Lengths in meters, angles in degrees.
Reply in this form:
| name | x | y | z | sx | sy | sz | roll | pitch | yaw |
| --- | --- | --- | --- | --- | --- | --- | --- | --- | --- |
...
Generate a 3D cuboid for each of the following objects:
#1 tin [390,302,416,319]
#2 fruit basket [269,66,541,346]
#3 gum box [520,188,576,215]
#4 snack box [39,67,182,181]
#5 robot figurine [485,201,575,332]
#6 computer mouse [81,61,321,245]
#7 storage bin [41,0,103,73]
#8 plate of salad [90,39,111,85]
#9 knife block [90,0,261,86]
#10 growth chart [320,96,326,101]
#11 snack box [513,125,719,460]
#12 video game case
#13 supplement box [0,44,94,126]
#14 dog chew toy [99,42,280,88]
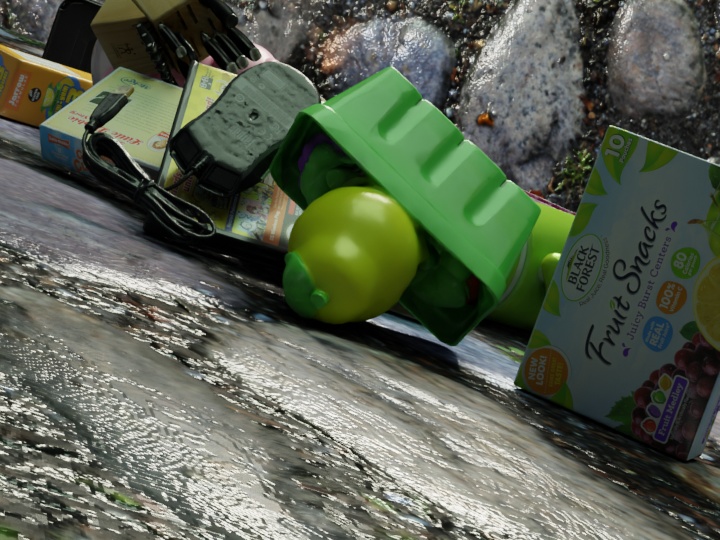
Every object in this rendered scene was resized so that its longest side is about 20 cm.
| name | x | y | z | sx | sy | sz | roll | pitch | yaw |
| --- | --- | --- | --- | --- | --- | --- | --- | --- | --- |
| tin | 0.000 | 0.000 | 1.537 | 0.198 | 0.042 | 0.112 | 19 | 10 | -5 |
| fruit basket | 0.009 | -0.023 | 1.356 | 0.213 | 0.218 | 0.156 | 19 | -22 | -8 |
| gum box | 0.164 | -0.019 | 1.875 | 0.066 | 0.115 | 0.200 | 17 | 7 | -30 |
| snack box | -0.164 | -0.109 | 1.588 | 0.198 | 0.037 | 0.116 | 21 | 41 | 25 |
| robot figurine | 0.144 | -0.008 | 1.701 | 0.199 | 0.117 | 0.175 | 15 | 7 | -38 |
| computer mouse | -0.130 | -0.108 | 1.453 | 0.140 | 0.200 | 0.046 | 34 | -35 | 7 |
| storage bin | -0.268 | -0.227 | 2.162 | 0.198 | 0.137 | 0.094 | 21 | 6 | 4 |
| plate of salad | -0.182 | -0.182 | 1.873 | 0.198 | 0.201 | 0.048 | 22 | 42 | 10 |
| knife block | -0.152 | -0.241 | 1.709 | 0.174 | 0.201 | 0.064 | -3 | -47 | 27 |
| growth chart | -0.039 | -0.168 | 1.837 | 0.199 | 0.018 | 0.145 | 34 | 2 | 1 |
| snack box | 0.211 | 0.015 | 1.323 | 0.141 | 0.202 | 0.053 | 22 | 7 | 24 |
| video game case | -0.071 | -0.078 | 1.498 | 0.179 | 0.026 | 0.201 | 17 | 42 | -7 |
| supplement box | -0.305 | -0.177 | 1.942 | 0.199 | 0.067 | 0.069 | 14 | 12 | -42 |
| dog chew toy | -0.159 | -0.163 | 1.765 | 0.198 | 0.126 | 0.124 | -15 | -13 | 29 |
